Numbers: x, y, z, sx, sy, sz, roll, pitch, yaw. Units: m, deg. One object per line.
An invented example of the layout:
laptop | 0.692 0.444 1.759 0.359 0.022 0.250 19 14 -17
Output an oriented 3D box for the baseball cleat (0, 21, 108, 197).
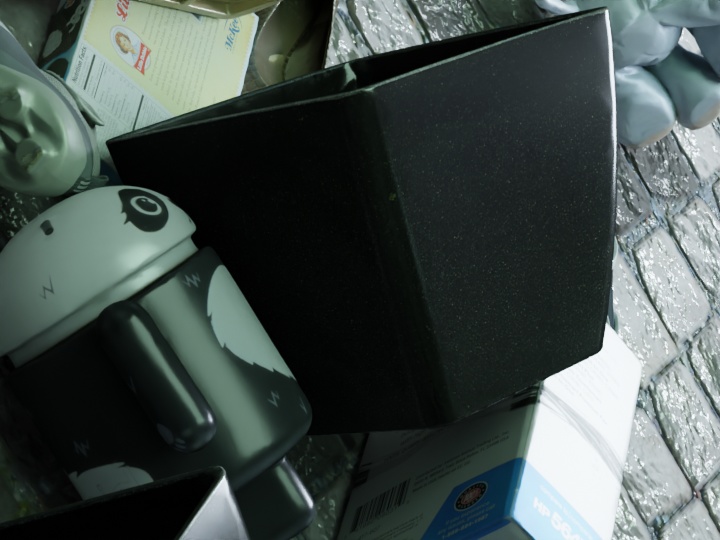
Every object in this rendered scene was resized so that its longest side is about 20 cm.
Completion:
baseball cleat | -0.206 -0.108 1.292 0.200 0.070 0.106 51 9 14

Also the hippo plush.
hippo plush | 0.194 -0.196 1.867 0.198 0.160 0.161 -9 44 -12

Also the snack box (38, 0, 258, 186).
snack box | -0.123 -0.109 1.433 0.116 0.037 0.201 41 38 -27

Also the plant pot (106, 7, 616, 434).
plant pot | 0.021 -0.019 1.328 0.199 0.199 0.179 -22 100 -42

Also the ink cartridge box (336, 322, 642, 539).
ink cartridge box | 0.071 0.119 1.418 0.084 0.146 0.201 45 37 -20

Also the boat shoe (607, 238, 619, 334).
boat shoe | 0.131 0.028 1.650 0.200 0.075 0.061 -74 164 -59

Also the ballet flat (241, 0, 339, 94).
ballet flat | -0.042 -0.135 1.553 0.067 0.046 0.201 42 37 -24

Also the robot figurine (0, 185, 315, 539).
robot figurine | -0.101 0.054 1.257 0.125 0.150 0.201 -36 95 -44

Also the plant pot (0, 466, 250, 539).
plant pot | -0.131 0.227 1.046 0.178 0.199 0.200 63 31 -19

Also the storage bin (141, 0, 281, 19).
storage bin | -0.110 -0.261 1.414 0.198 0.093 0.202 8 70 -52
